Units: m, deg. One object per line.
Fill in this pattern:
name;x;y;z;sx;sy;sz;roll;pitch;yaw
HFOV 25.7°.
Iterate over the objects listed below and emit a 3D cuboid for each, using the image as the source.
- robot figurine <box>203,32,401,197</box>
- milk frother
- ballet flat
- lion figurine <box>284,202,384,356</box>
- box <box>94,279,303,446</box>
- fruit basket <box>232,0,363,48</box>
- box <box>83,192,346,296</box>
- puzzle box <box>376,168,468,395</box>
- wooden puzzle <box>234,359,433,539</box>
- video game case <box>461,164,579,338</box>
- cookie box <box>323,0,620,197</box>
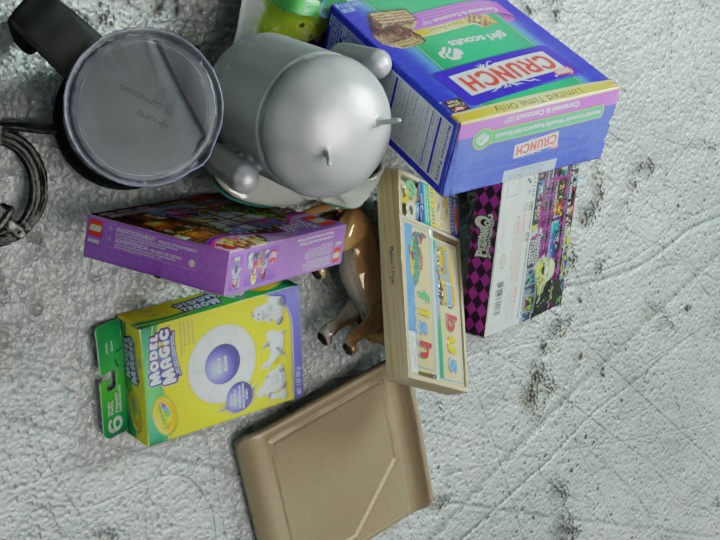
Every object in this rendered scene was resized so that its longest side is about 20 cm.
robot figurine;-0.052;-0.125;1.267;0.170;0.200;0.113;-45;126;-15
milk frother;-0.221;-0.096;1.223;0.179;0.188;0.201;24;87;-12
ballet flat;-0.050;-0.094;1.399;0.199;0.069;0.070;2;104;-52
lion figurine;0.000;0.000;1.513;0.122;0.072;0.201;-37;121;-30
box;-0.146;0.082;1.441;0.199;0.048;0.118;-15;114;-32
fruit basket;-0.033;-0.198;1.404;0.184;0.094;0.202;-1;109;-38
box;-0.117;-0.026;1.319;0.200;0.136;0.039;-17;119;-63
puzzle box;0.061;0.014;1.514;0.133;0.025;0.202;19;66;-60
wooden puzzle;-0.026;0.202;1.589;0.199;0.037;0.186;-25;120;-25
video game case;0.167;-0.046;1.615;0.181;0.036;0.202;-18;118;-56
cookie box;0.089;-0.159;1.334;0.170;0.200;0.076;-15;134;-30
